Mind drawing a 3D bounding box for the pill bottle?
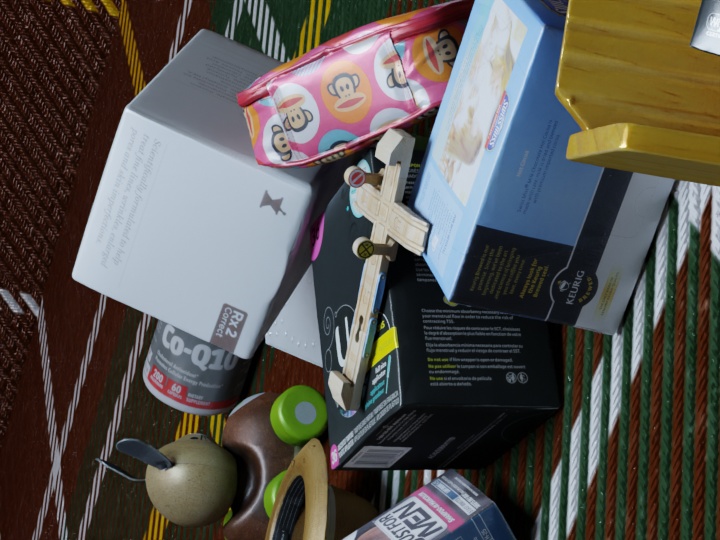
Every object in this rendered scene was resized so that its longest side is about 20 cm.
[{"bbox_3d":[-0.159,0.046,2.200,0.114,0.113,0.202,-110,35,-58],"label":"pill bottle"}]

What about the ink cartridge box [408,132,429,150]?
[{"bbox_3d":[0.025,-0.055,1.780,0.105,0.059,0.201,-97,25,-42],"label":"ink cartridge box"}]

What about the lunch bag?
[{"bbox_3d":[0.025,-0.141,1.508,0.199,0.176,0.083,-18,93,32],"label":"lunch bag"}]

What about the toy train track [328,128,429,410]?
[{"bbox_3d":[0.000,0.000,1.415,0.115,0.032,0.202,39,121,59],"label":"toy train track"}]

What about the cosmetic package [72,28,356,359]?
[{"bbox_3d":[-0.110,-0.067,1.652,0.200,0.164,0.166,-59,-9,-62],"label":"cosmetic package"}]

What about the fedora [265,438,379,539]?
[{"bbox_3d":[-0.030,0.246,1.740,0.200,0.081,0.203,-167,90,-77],"label":"fedora"}]

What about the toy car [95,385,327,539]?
[{"bbox_3d":[-0.150,0.185,1.951,0.164,0.198,0.159,138,139,-62],"label":"toy car"}]

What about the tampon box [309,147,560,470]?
[{"bbox_3d":[0.049,0.031,1.502,0.150,0.125,0.202,131,137,-58],"label":"tampon box"}]

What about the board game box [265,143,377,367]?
[{"bbox_3d":[-0.028,-0.022,1.784,0.200,0.026,0.202,-166,86,-70],"label":"board game box"}]

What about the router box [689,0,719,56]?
[{"bbox_3d":[0.266,-0.157,0.977,0.199,0.062,0.151,24,102,48],"label":"router box"}]

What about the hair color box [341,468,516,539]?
[{"bbox_3d":[0.012,0.230,1.450,0.061,0.199,0.100,60,170,-16],"label":"hair color box"}]

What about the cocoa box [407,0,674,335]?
[{"bbox_3d":[0.128,-0.082,1.358,0.134,0.130,0.202,-117,41,-61],"label":"cocoa box"}]

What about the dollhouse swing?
[{"bbox_3d":[0.211,-0.160,1.116,0.176,0.180,0.202,78,-158,-84],"label":"dollhouse swing"}]
